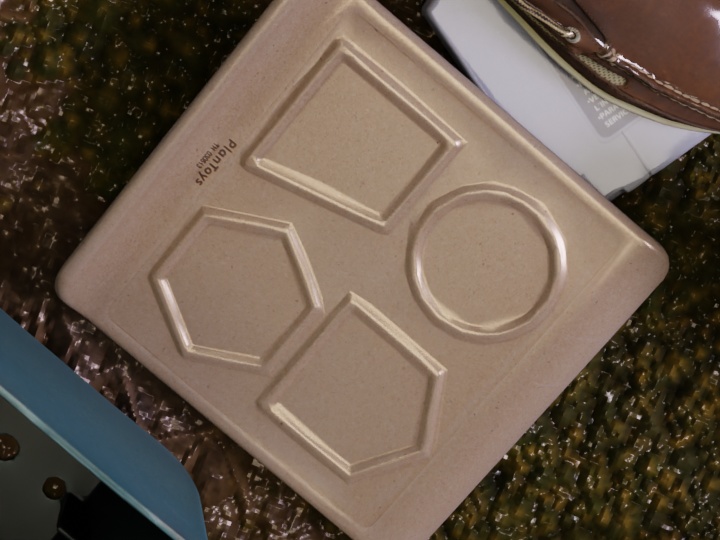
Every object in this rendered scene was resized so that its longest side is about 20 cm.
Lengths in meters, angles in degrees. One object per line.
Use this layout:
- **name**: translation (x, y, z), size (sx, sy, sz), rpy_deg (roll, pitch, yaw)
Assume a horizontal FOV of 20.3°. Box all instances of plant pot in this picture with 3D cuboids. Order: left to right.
- **plant pot**: translation (-0.149, 0.094, 0.780), size (0.141, 0.200, 0.142), rpy_deg (41, 96, -8)

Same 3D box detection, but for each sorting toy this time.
- **sorting toy**: translation (0.000, 0.000, 0.844), size (0.199, 0.037, 0.185), rpy_deg (38, 107, -9)

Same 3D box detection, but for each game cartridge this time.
- **game cartridge**: translation (0.132, -0.128, 0.841), size (0.199, 0.042, 0.134), rpy_deg (-35, 95, 3)

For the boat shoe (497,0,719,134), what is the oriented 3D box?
- **boat shoe**: translation (0.091, -0.115, 0.785), size (0.201, 0.075, 0.075), rpy_deg (31, 97, -7)
